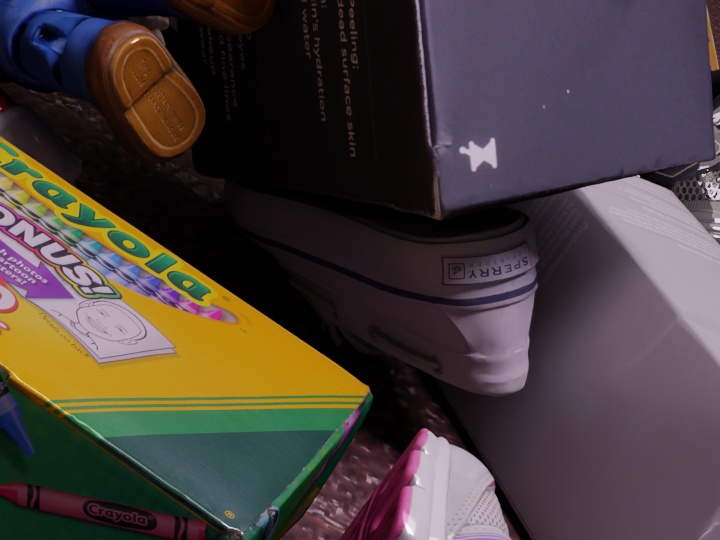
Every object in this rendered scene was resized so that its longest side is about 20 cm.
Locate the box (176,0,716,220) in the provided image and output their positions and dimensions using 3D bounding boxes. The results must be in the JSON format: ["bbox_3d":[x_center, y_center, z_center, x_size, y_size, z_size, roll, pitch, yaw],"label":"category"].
[{"bbox_3d":[0.017,-0.132,0.652,0.117,0.198,0.200,-11,12,-26],"label":"box"}]

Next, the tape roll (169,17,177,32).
[{"bbox_3d":[-0.043,-0.211,0.924,0.202,0.203,0.139,4,34,-51],"label":"tape roll"}]

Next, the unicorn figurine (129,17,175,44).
[{"bbox_3d":[-0.152,-0.170,0.812,0.200,0.074,0.137,46,-1,-32],"label":"unicorn figurine"}]

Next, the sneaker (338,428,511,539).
[{"bbox_3d":[0.029,0.121,0.450,0.088,0.081,0.200,26,29,-17],"label":"sneaker"}]

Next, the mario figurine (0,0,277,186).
[{"bbox_3d":[-0.110,-0.092,0.683,0.123,0.106,0.200,-29,33,-33],"label":"mario figurine"}]

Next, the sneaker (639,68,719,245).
[{"bbox_3d":[0.187,-0.024,0.855,0.199,0.076,0.115,32,56,-48],"label":"sneaker"}]

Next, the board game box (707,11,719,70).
[{"bbox_3d":[0.192,-0.108,1.088,0.096,0.030,0.201,-111,180,-59],"label":"board game box"}]

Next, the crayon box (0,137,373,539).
[{"bbox_3d":[-0.105,0.018,0.510,0.200,0.058,0.119,33,21,6],"label":"crayon box"}]

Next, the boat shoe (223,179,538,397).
[{"bbox_3d":[0.000,0.000,0.699,0.073,0.067,0.200,-11,16,-21],"label":"boat shoe"}]

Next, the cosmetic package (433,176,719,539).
[{"bbox_3d":[0.105,0.049,0.673,0.090,0.107,0.200,18,26,-34],"label":"cosmetic package"}]
